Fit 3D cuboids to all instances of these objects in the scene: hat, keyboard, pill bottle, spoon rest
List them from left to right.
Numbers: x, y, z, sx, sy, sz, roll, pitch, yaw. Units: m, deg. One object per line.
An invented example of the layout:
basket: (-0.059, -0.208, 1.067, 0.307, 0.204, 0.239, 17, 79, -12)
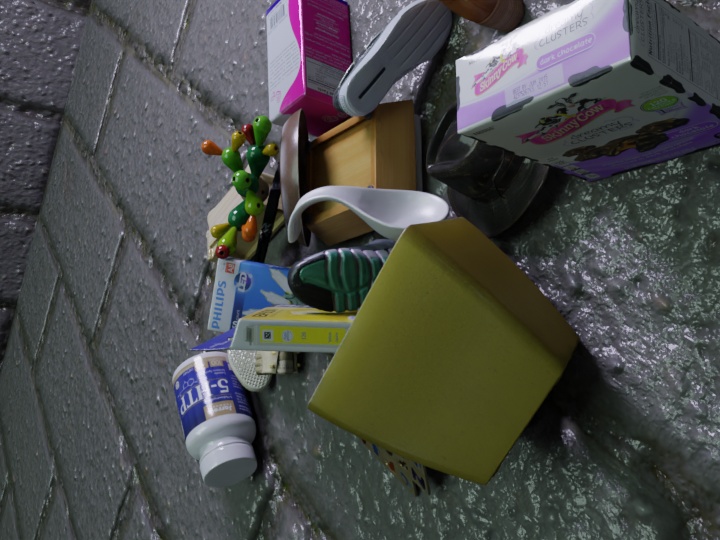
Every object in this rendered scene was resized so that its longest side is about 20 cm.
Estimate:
pill bottle: (-0.241, 0.250, 1.158, 0.120, 0.118, 0.201, -53, 46, 31)
keyboard: (-0.144, -0.057, 1.050, 0.201, 0.020, 0.128, 111, 170, -45)
spoon rest: (0.007, -0.070, 0.823, 0.100, 0.197, 0.061, -77, -18, -57)
hat: (0.123, -0.132, 0.764, 0.200, 0.080, 0.204, -179, 90, -66)

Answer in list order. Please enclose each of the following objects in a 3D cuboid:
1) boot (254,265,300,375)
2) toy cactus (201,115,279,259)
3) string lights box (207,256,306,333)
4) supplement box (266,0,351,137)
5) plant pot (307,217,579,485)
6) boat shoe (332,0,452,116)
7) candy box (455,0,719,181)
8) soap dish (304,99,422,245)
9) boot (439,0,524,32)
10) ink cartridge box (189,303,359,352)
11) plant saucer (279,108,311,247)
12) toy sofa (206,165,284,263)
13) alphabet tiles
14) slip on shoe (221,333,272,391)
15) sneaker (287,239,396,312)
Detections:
boot: (-0.111, 0.080, 1.062, 0.199, 0.072, 0.158, -22, 65, 50)
toy cactus: (-0.169, -0.118, 0.989, 0.165, 0.101, 0.203, -40, -43, -87)
string lights box: (-0.105, 0.049, 0.968, 0.059, 0.197, 0.104, -35, -45, -84)
supplement box: (-0.081, -0.330, 1.085, 0.101, 0.102, 0.203, -21, 65, 47)
plant pot: (0.099, 0.084, 0.676, 0.175, 0.200, 0.202, 34, 108, 16)
boat shoe: (0.034, -0.281, 0.894, 0.200, 0.072, 0.071, -45, 30, -12)
candy box: (0.207, -0.149, 0.590, 0.167, 0.198, 0.073, -13, 72, 51)
soap dish: (-0.002, -0.134, 0.958, 0.199, 0.080, 0.160, -16, 71, 51)
boot: (0.096, -0.366, 0.816, 0.074, 0.153, 0.201, -58, 43, 27)
ink cartridge box: (-0.081, 0.067, 0.838, 0.198, 0.197, 0.048, -32, -55, -85)
plant saucer: (-0.095, -0.136, 1.022, 0.200, 0.032, 0.204, -1, -90, -90)
toy sofa: (-0.189, -0.094, 1.193, 0.200, 0.082, 0.099, -40, 48, 41)
alphabet tiles: (0.019, 0.184, 0.851, 0.199, 0.006, 0.168, 34, 144, 50)
slip on shoe: (-0.203, 0.127, 1.189, 0.201, 0.073, 0.062, 56, 160, 35)
sneaker: (0.000, 0.000, 0.836, 0.087, 0.197, 0.076, -146, 54, -63)
